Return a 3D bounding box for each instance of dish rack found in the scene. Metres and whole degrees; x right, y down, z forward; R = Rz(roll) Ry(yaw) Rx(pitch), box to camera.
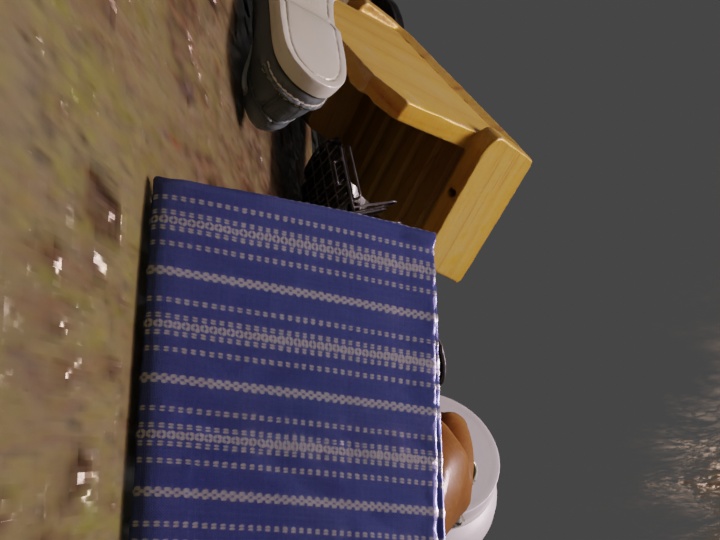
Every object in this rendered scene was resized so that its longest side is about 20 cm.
[{"bbox_3d":[0.000,0.000,0.847,0.153,0.054,0.203,150,-71,-70],"label":"dish rack"}]

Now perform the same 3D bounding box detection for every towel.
[{"bbox_3d":[-0.027,0.069,0.454,0.024,0.143,0.203,-25,-120,56],"label":"towel"}]

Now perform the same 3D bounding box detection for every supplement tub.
[{"bbox_3d":[0.040,0.219,0.969,0.202,0.142,0.146,105,-9,-45],"label":"supplement tub"}]

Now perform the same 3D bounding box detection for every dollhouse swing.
[{"bbox_3d":[0.001,-0.109,0.857,0.201,0.174,0.183,51,-52,31],"label":"dollhouse swing"}]

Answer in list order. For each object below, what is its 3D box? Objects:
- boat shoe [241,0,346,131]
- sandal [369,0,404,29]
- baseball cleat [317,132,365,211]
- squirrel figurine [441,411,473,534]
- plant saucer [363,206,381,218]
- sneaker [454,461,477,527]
[{"bbox_3d":[-0.052,-0.170,0.709,0.062,0.072,0.202,-41,-143,32],"label":"boat shoe"},{"bbox_3d":[0.030,-0.147,0.988,0.047,0.075,0.204,-5,87,-41],"label":"sandal"},{"bbox_3d":[-0.012,-0.128,1.069,0.201,0.069,0.108,84,7,-49],"label":"baseball cleat"},{"bbox_3d":[-0.016,0.074,0.543,0.201,0.139,0.189,-89,170,-60],"label":"squirrel figurine"},{"bbox_3d":[0.004,0.031,1.045,0.200,0.029,0.204,-173,-90,-69],"label":"plant saucer"},{"bbox_3d":[0.042,0.151,0.793,0.200,0.087,0.078,-79,168,-75],"label":"sneaker"}]
